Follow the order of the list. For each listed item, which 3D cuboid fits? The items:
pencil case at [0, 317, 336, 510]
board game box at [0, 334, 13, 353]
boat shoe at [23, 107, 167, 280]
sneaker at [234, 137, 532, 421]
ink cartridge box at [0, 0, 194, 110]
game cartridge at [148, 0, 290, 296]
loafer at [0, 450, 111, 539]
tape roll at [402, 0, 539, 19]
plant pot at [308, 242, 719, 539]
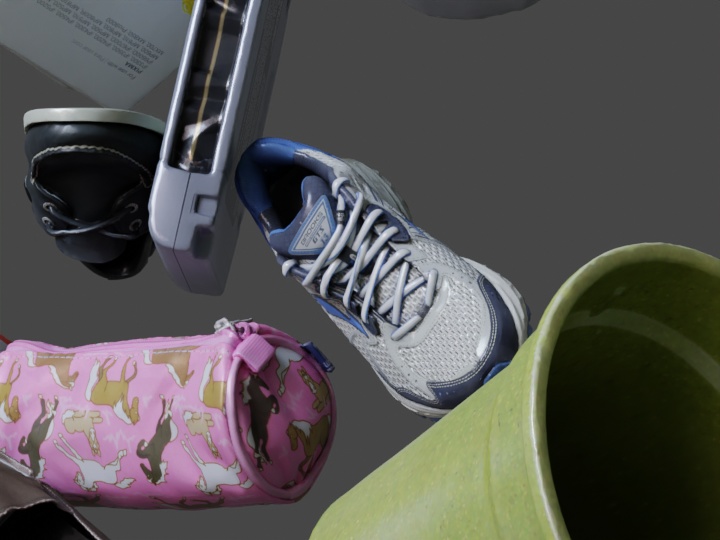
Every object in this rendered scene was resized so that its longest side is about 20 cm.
[{"bbox_3d":[-0.105,0.072,1.347,0.199,0.083,0.087,-6,64,42],"label":"pencil case"},{"bbox_3d":[-0.274,0.120,1.438,0.199,0.046,0.152,-18,54,28],"label":"board game box"},{"bbox_3d":[-0.131,-0.034,1.380,0.199,0.074,0.066,116,157,-79],"label":"boat shoe"},{"bbox_3d":[0.000,0.000,1.286,0.077,0.085,0.200,-54,43,5],"label":"sneaker"},{"bbox_3d":[-0.124,-0.215,1.484,0.200,0.144,0.146,-39,46,21],"label":"ink cartridge box"},{"bbox_3d":[-0.066,-0.093,1.374,0.040,0.133,0.201,11,79,7],"label":"game cartridge"},{"bbox_3d":[-0.171,0.118,1.317,0.199,0.071,0.073,30,65,7],"label":"loafer"},{"bbox_3d":[0.067,-0.223,1.352,0.200,0.066,0.201,-21,51,27],"label":"tape roll"},{"bbox_3d":[0.080,0.117,1.084,0.184,0.200,0.201,-31,48,42],"label":"plant pot"}]
